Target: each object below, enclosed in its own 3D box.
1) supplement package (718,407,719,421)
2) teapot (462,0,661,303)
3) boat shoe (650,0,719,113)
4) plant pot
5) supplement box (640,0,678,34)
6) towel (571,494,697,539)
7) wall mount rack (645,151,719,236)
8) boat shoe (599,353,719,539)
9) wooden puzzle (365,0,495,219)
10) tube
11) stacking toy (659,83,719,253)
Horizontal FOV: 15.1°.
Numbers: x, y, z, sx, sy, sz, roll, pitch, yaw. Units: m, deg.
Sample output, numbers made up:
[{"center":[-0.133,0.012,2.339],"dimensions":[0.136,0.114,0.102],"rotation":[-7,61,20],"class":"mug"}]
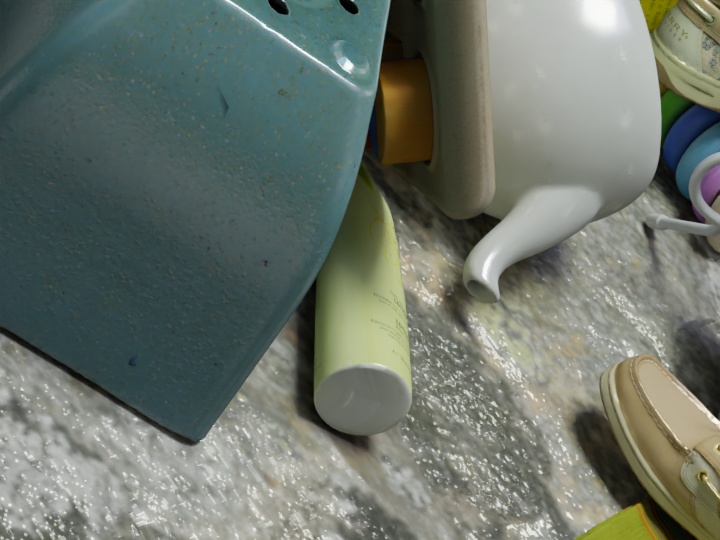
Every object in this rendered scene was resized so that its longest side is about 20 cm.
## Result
[{"center":[0.318,0.055,1.577],"dimensions":[0.199,0.122,0.120],"rotation":[13,49,4],"class":"supplement package"},{"center":[0.075,-0.112,1.566],"dimensions":[0.145,0.199,0.200],"rotation":[-14,23,-12],"class":"teapot"},{"center":[0.272,-0.125,1.726],"dimensions":[0.199,0.063,0.073],"rotation":[13,33,-32],"class":"boat shoe"},{"center":[-0.088,-0.083,1.305],"dimensions":[0.196,0.200,0.196],"rotation":[33,34,-17],"class":"plant pot"},{"center":[0.170,-0.205,1.738],"dimensions":[0.199,0.110,0.109],"rotation":[-4,50,-17],"class":"supplement box"},{"center":[0.157,0.168,1.459],"dimensions":[0.086,0.018,0.200],"rotation":[51,34,12],"class":"towel"},{"center":[0.270,-0.019,1.660],"dimensions":[0.199,0.174,0.075],"rotation":[33,45,-17],"class":"wall mount rack"},{"center":[0.213,0.120,1.494],"dimensions":[0.200,0.069,0.074],"rotation":[52,34,7],"class":"boat shoe"},{"center":[0.017,-0.132,1.410],"dimensions":[0.046,0.187,0.200],"rotation":[-6,12,-13],"class":"wooden puzzle"},{"center":[0.000,0.000,1.444],"dimensions":[0.052,0.058,0.201],"rotation":[13,39,-12],"class":"tube"},{"center":[0.218,-0.108,1.785],"dimensions":[0.085,0.085,0.201],"rotation":[4,45,-45],"class":"stacking toy"}]
